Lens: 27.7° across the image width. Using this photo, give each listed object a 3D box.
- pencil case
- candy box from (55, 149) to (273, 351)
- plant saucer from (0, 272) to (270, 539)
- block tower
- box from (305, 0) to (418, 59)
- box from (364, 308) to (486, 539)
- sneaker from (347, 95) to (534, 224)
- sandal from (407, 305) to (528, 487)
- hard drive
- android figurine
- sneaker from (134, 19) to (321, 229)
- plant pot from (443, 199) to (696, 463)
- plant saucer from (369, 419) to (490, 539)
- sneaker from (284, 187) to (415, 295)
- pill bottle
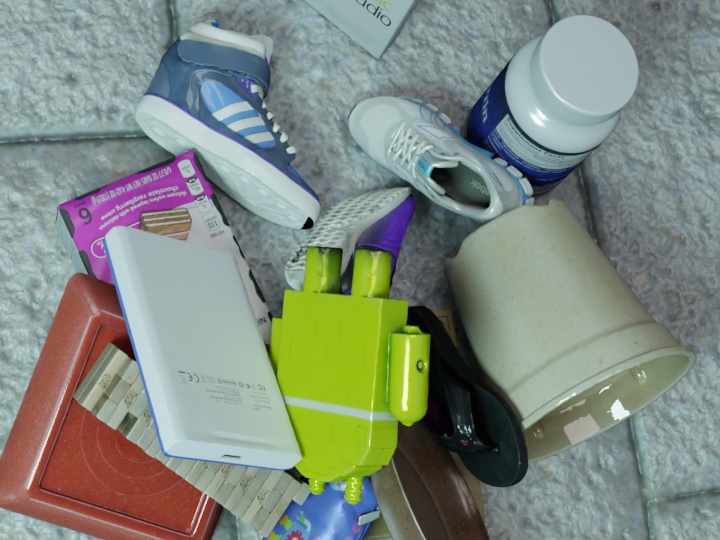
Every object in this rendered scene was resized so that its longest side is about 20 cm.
[{"bbox_3d":[-0.044,0.245,1.222,0.086,0.078,0.202,22,77,39],"label":"pencil case"},{"bbox_3d":[-0.168,0.013,1.287,0.135,0.061,0.202,-24,82,-19],"label":"candy box"},{"bbox_3d":[-0.180,0.130,1.205,0.198,0.037,0.202,22,87,-24],"label":"plant saucer"},{"bbox_3d":[-0.134,0.140,1.177,0.199,0.054,0.058,38,82,-22],"label":"block tower"},{"bbox_3d":[-0.003,-0.294,1.351,0.144,0.200,0.036,38,64,0],"label":"box"},{"bbox_3d":[0.022,0.139,1.322,0.161,0.021,0.203,-4,75,-16],"label":"box"},{"bbox_3d":[0.065,-0.104,1.342,0.199,0.086,0.076,31,105,21],"label":"sneaker"},{"bbox_3d":[0.074,0.114,1.262,0.047,0.076,0.201,-6,42,-34],"label":"sandal"},{"bbox_3d":[-0.127,0.062,1.169,0.131,0.025,0.202,15,44,-45],"label":"hard drive"},{"bbox_3d":[-0.015,0.082,1.167,0.041,0.181,0.203,4,88,-42],"label":"android figurine"},{"bbox_3d":[-0.095,-0.148,1.346,0.199,0.081,0.147,33,67,-4],"label":"sneaker"},{"bbox_3d":[0.170,0.047,1.313,0.198,0.201,0.185,-20,69,-20],"label":"plant pot"},{"bbox_3d":[0.056,0.202,1.219,0.036,0.200,0.202,-28,81,13],"label":"plant saucer"},{"bbox_3d":[-0.001,0.000,1.321,0.200,0.069,0.101,-48,124,-50],"label":"sneaker"},{"bbox_3d":[0.175,-0.150,1.355,0.114,0.200,0.117,4,72,-14],"label":"pill bottle"}]
